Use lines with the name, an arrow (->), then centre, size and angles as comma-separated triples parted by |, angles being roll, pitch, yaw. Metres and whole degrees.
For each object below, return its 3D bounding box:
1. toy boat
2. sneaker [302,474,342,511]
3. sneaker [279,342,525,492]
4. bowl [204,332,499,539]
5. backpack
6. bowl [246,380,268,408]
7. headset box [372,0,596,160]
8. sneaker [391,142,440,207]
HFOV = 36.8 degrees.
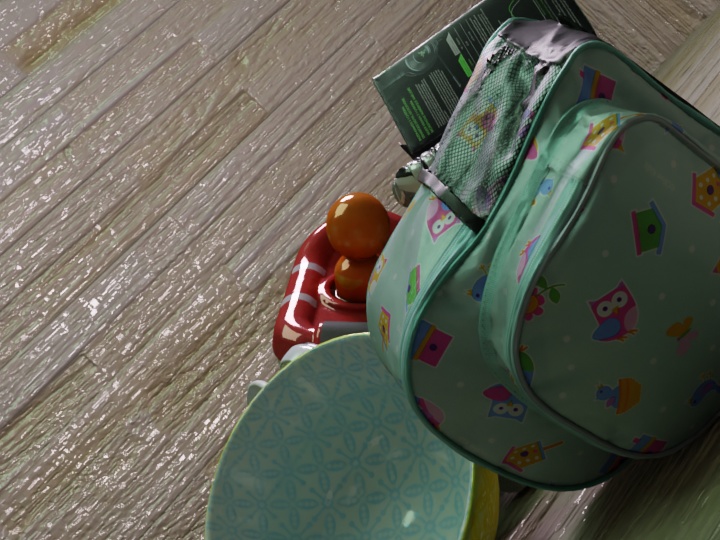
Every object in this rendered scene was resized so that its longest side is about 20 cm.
toy boat -> 0.000, 0.000, 0.863 | 0.201, 0.128, 0.133 | -79, -11, -62
sneaker -> -0.041, 0.241, 0.741 | 0.088, 0.073, 0.203 | -83, 6, -75
sneaker -> 0.039, 0.090, 0.754 | 0.071, 0.197, 0.074 | -52, -28, -38
bowl -> 0.012, 0.152, 0.664 | 0.201, 0.200, 0.107 | -48, -45, 7
backpack -> 0.103, 0.007, 0.525 | 0.201, 0.174, 0.154 | -55, 27, 15
bowl -> -0.010, 0.165, 0.879 | 0.089, 0.203, 0.201 | -24, -10, -20
headset box -> 0.129, -0.155, 0.997 | 0.199, 0.094, 0.174 | -34, -28, 13
sneaker -> 0.080, -0.038, 0.865 | 0.074, 0.116, 0.200 | -32, -1, 9
